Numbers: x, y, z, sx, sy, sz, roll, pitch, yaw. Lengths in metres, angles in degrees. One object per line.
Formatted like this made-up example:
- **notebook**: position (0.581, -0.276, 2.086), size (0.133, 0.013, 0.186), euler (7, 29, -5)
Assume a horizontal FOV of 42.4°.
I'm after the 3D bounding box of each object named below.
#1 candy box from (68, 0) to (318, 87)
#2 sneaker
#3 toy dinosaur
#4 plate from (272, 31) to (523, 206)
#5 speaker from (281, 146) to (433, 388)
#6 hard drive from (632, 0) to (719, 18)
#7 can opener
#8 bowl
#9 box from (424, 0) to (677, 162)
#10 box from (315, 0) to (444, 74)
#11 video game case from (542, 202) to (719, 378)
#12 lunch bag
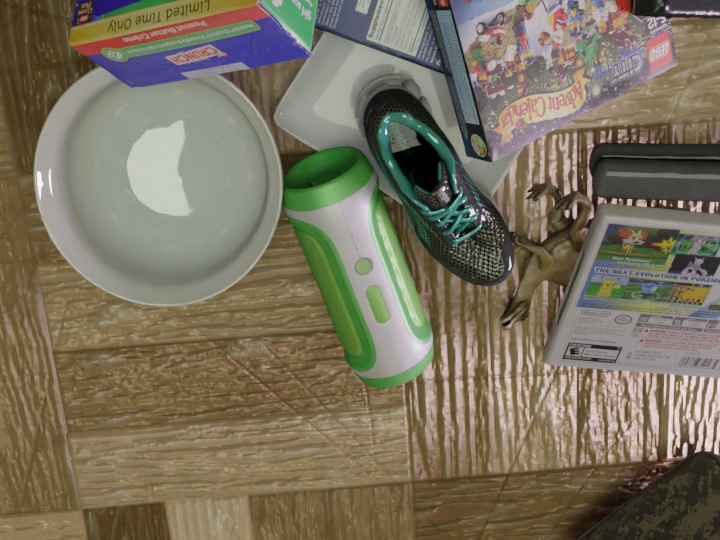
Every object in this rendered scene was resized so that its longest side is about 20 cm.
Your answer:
- **candy box**: position (-0.107, -0.242, 0.647), size (0.167, 0.077, 0.203), euler (-2, 75, 29)
- **sneaker**: position (0.061, -0.061, 0.751), size (0.077, 0.091, 0.201), euler (-35, 106, 11)
- **toy dinosaur**: position (0.192, -0.031, 0.828), size (0.199, 0.058, 0.101), euler (-35, 121, 10)
- **plate**: position (0.058, -0.160, 0.783), size (0.198, 0.032, 0.201), euler (31, 105, -10)
- **speaker**: position (0.000, 0.000, 0.792), size (0.087, 0.089, 0.202), euler (-19, 118, 5)
- **hard drive**: position (0.281, -0.299, 0.715), size (0.138, 0.033, 0.203), euler (-6, 107, -25)
- **can opener**: position (0.290, -0.094, 0.753), size (0.197, 0.054, 0.067), euler (2, 127, 6)
- **bowl**: position (-0.159, -0.080, 0.771), size (0.198, 0.090, 0.204), euler (0, 107, 0)
- **box**: position (0.153, -0.189, 0.722), size (0.199, 0.038, 0.138), euler (-29, 115, -19)
- **box**: position (0.013, -0.238, 0.724), size (0.198, 0.032, 0.122), euler (18, 104, -7)
- **video game case**: position (0.278, 0.024, 0.814), size (0.197, 0.022, 0.184), euler (5, 133, -5)
- **lunch bag**: position (0.322, 0.297, 0.885), size (0.200, 0.140, 0.167), euler (-43, 121, 14)
